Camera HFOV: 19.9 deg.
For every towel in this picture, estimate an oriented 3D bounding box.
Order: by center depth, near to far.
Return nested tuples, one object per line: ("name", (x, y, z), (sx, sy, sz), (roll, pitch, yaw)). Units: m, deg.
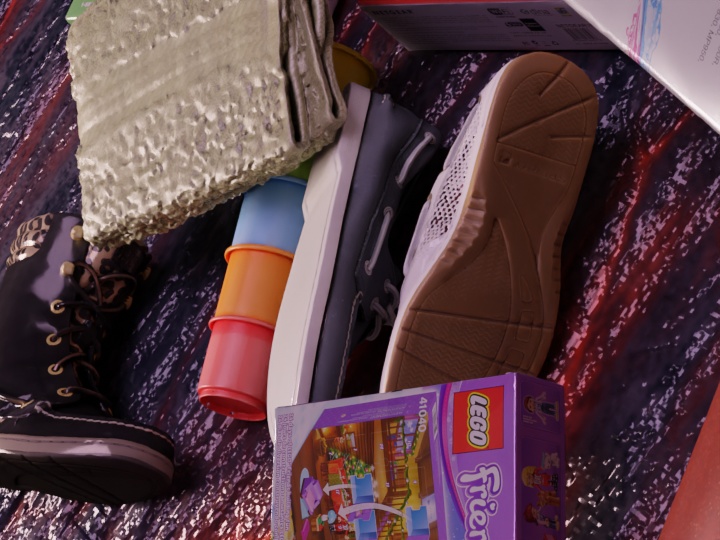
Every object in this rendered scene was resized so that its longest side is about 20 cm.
("towel", (-0.085, -0.100, 1.082), (0.199, 0.036, 0.150), (-23, 66, 42))

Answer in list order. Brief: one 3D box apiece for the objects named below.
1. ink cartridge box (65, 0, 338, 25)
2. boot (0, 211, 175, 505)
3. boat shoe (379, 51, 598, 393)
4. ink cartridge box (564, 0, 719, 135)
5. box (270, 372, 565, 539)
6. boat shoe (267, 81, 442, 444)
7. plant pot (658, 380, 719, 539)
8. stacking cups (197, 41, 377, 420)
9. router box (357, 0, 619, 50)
("ink cartridge box", (-0.068, -0.215, 1.213), (0.145, 0.084, 0.201), (4, 67, 46))
("boot", (-0.156, 0.047, 1.131), (0.199, 0.073, 0.152), (-3, 61, 49))
("boat shoe", (0.056, -0.002, 0.965), (0.201, 0.070, 0.069), (-69, 15, -5))
("ink cartridge box", (0.184, -0.143, 0.836), (0.200, 0.144, 0.145), (52, 129, 50))
("box", (0.022, 0.151, 0.867), (0.136, 0.039, 0.202), (-11, 71, 40))
("boat shoe", (0.000, 0.000, 1.009), (0.073, 0.061, 0.201), (129, 156, -56))
("plant pot", (0.177, 0.110, 0.675), (0.200, 0.200, 0.196), (28, 91, 50))
("stacking cups", (-0.046, -0.023, 1.075), (0.060, 0.060, 0.201), (-4, 61, 43))
("router box", (0.111, -0.202, 1.055), (0.199, 0.049, 0.181), (5, 67, 46))
